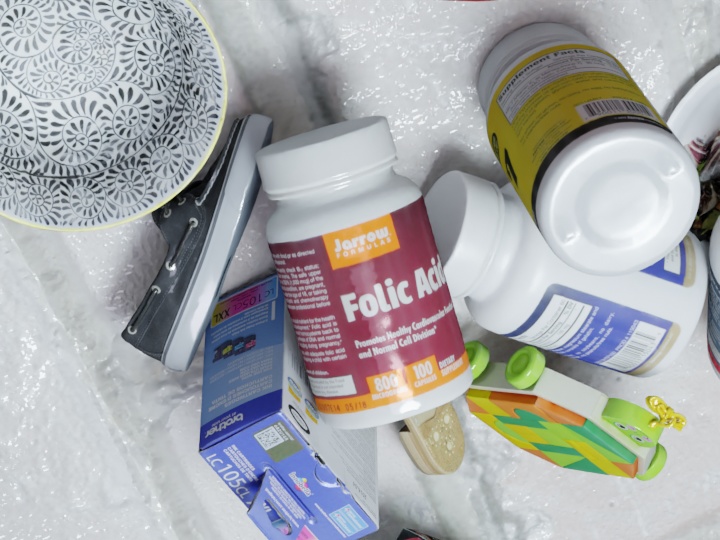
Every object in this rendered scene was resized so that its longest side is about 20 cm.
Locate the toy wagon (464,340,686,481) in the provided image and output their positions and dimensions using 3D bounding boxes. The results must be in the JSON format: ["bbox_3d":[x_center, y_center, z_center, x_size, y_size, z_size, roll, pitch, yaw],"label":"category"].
[{"bbox_3d":[0.162,0.111,1.774,0.155,0.200,0.040,37,73,-29],"label":"toy wagon"}]

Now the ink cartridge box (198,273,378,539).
[{"bbox_3d":[-0.051,0.115,1.707,0.076,0.200,0.136,-27,122,16],"label":"ink cartridge box"}]

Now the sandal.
[{"bbox_3d":[0.044,0.070,1.766,0.070,0.078,0.212,-6,130,35],"label":"sandal"}]

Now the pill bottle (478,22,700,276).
[{"bbox_3d":[0.153,-0.091,1.640,0.114,0.200,0.114,-6,120,-10],"label":"pill bottle"}]

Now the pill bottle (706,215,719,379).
[{"bbox_3d":[0.316,0.004,1.735,0.119,0.120,0.200,-17,144,-4],"label":"pill bottle"}]

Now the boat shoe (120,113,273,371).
[{"bbox_3d":[-0.121,-0.026,1.695,0.066,0.070,0.200,22,109,2],"label":"boat shoe"}]

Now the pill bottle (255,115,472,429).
[{"bbox_3d":[0.000,0.000,1.644,0.114,0.114,0.200,-17,99,-3],"label":"pill bottle"}]

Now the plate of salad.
[{"bbox_3d":[0.318,-0.079,1.778,0.200,0.048,0.200,-6,122,-11],"label":"plate of salad"}]

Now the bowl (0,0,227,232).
[{"bbox_3d":[-0.196,-0.136,1.592,0.200,0.094,0.201,-6,121,-11],"label":"bowl"}]

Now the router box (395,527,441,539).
[{"bbox_3d":[0.037,0.309,1.865,0.200,0.062,0.150,-57,147,3],"label":"router box"}]

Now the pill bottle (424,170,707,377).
[{"bbox_3d":[0.143,-0.002,1.737,0.200,0.120,0.120,18,114,-22],"label":"pill bottle"}]
